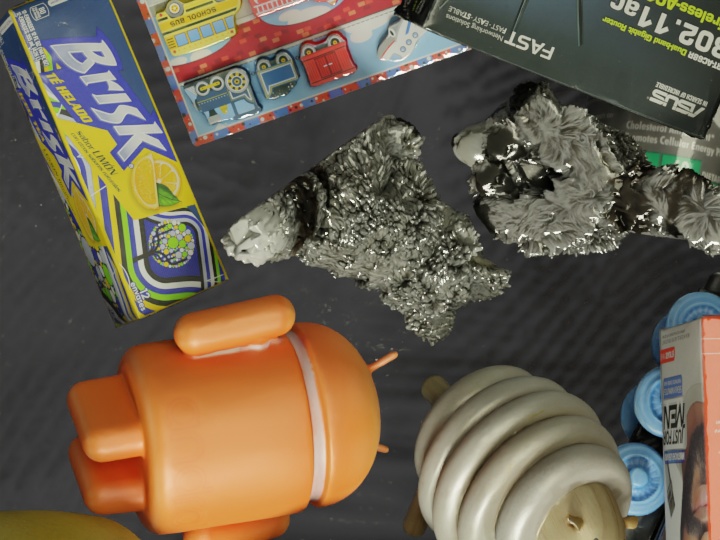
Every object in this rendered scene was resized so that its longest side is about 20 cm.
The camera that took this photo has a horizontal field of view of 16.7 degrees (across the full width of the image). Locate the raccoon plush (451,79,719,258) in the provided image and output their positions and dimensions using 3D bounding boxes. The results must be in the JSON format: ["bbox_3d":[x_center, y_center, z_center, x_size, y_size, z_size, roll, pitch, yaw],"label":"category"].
[{"bbox_3d":[0.146,-0.045,1.496,0.199,0.134,0.097,31,101,8],"label":"raccoon plush"}]

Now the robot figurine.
[{"bbox_3d":[-0.074,0.095,1.475,0.198,0.117,0.145,-8,84,-16],"label":"robot figurine"}]

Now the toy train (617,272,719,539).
[{"bbox_3d":[0.223,0.103,1.564,0.114,0.087,0.201,24,78,3],"label":"toy train"}]

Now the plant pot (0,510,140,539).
[{"bbox_3d":[-0.186,0.216,1.408,0.142,0.200,0.201,-29,93,-41],"label":"plant pot"}]

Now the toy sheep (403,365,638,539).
[{"bbox_3d":[0.092,0.128,1.498,0.137,0.200,0.139,-24,135,-27],"label":"toy sheep"}]

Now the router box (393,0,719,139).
[{"bbox_3d":[0.139,-0.182,1.446,0.199,0.062,0.151,19,98,-18],"label":"router box"}]

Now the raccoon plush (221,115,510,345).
[{"bbox_3d":[0.000,0.000,1.487,0.134,0.097,0.200,54,45,-2],"label":"raccoon plush"}]

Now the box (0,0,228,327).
[{"bbox_3d":[-0.153,-0.071,1.490,0.064,0.070,0.201,-24,92,-19],"label":"box"}]

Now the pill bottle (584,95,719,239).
[{"bbox_3d":[0.204,-0.128,1.577,0.112,0.113,0.202,11,82,-15],"label":"pill bottle"}]

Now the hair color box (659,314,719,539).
[{"bbox_3d":[0.221,0.130,1.466,0.063,0.111,0.202,-2,84,-7],"label":"hair color box"}]

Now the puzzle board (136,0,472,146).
[{"bbox_3d":[-0.038,-0.176,1.498,0.199,0.017,0.152,-19,106,9],"label":"puzzle board"}]
